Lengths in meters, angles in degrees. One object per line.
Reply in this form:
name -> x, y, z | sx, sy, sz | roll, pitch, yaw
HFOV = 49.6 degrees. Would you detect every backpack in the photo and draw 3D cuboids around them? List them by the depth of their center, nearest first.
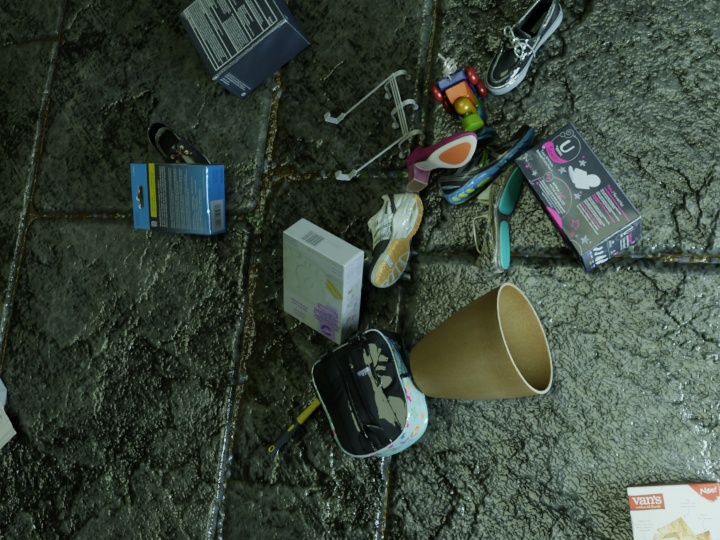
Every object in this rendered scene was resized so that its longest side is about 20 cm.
backpack -> 0.026, 0.224, 1.362 | 0.177, 0.150, 0.201 | -32, 60, 22

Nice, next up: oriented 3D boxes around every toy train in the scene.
toy train -> 0.180, -0.296, 1.378 | 0.084, 0.200, 0.116 | -25, 75, 17

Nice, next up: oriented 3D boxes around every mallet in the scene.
mallet -> -0.105, 0.287, 1.474 | 0.066, 0.041, 0.200 | 41, 101, 28

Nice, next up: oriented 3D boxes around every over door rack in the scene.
over door rack -> 0.031, -0.278, 1.515 | 0.200, 0.067, 0.148 | -25, 66, 31

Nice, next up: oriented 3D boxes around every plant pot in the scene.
plant pot -> 0.189, 0.140, 1.306 | 0.200, 0.186, 0.187 | -22, 71, 29

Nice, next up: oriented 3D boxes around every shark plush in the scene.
shark plush -> 0.000, 0.000, 1.490 | 0.199, 0.091, 0.084 | 3, 100, 4

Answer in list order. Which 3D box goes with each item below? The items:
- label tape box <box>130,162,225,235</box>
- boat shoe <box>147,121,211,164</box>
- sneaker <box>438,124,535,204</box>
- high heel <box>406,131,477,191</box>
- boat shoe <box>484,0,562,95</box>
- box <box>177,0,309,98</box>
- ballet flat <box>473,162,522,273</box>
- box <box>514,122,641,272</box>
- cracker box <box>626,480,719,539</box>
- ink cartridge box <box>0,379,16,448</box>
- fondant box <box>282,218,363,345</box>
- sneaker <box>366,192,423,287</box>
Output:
label tape box -> -0.385, -0.155, 1.647 | 0.199, 0.063, 0.145 | 6, 103, 25
boat shoe -> -0.394, -0.250, 1.697 | 0.074, 0.063, 0.201 | -47, 67, 6
sneaker -> 0.225, -0.202, 1.407 | 0.199, 0.071, 0.083 | -35, 74, 17
high heel -> 0.143, -0.224, 1.403 | 0.200, 0.067, 0.096 | -30, 44, 51
boat shoe -> 0.294, -0.415, 1.422 | 0.199, 0.068, 0.074 | -48, 65, 8
box -> -0.246, -0.512, 1.650 | 0.198, 0.123, 0.200 | -35, 70, 15
ballet flat -> 0.237, -0.096, 1.387 | 0.075, 0.068, 0.201 | 7, 86, 34
box -> 0.365, -0.119, 1.295 | 0.115, 0.132, 0.200 | -33, 68, 11
cracker box -> 0.484, 0.423, 1.171 | 0.133, 0.058, 0.201 | -10, 75, 21
ink cartridge box -> -0.871, 0.345, 1.795 | 0.161, 0.050, 0.200 | -44, 70, 10
fondant box -> -0.071, 0.022, 1.432 | 0.144, 0.200, 0.058 | 29, 48, 26
sneaker -> 0.047, -0.056, 1.442 | 0.087, 0.076, 0.200 | 9, 59, 27
